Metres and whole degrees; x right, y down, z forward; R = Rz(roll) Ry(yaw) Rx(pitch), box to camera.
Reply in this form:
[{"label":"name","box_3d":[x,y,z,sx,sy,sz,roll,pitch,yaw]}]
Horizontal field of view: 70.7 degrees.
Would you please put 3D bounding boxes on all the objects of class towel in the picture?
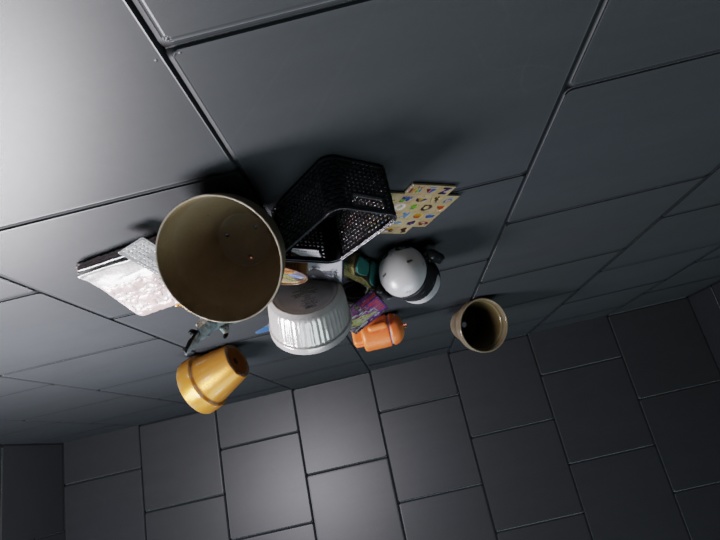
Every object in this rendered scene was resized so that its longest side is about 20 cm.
[{"label":"towel","box_3d":[-0.401,0.017,0.976,0.198,0.033,0.191,-17,147,13]}]

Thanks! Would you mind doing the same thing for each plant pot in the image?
[{"label":"plant pot","box_3d":[-0.489,0.354,1.736,0.182,0.201,0.200,-33,157,11]},{"label":"plant pot","box_3d":[-0.207,-0.034,0.827,0.198,0.202,0.135,-16,-165,11]},{"label":"plant pot","box_3d":[0.433,0.208,1.940,0.198,0.202,0.173,-8,177,-15]}]

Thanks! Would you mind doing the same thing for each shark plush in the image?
[{"label":"shark plush","box_3d":[-0.335,0.123,1.205,0.200,0.083,0.091,-42,179,-44]}]

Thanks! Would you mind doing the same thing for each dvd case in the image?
[{"label":"dvd case","box_3d":[-0.108,-0.022,1.065,0.148,0.025,0.200,7,159,0]}]

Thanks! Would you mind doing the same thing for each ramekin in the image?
[{"label":"ramekin","box_3d":[-0.121,0.086,1.177,0.198,0.201,0.106,-11,129,-6]}]

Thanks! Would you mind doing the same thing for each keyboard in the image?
[{"label":"keyboard","box_3d":[-0.341,-0.001,0.924,0.056,0.011,0.200,-23,146,16]}]

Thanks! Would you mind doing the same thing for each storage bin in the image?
[{"label":"storage bin","box_3d":[-0.050,-0.094,0.861,0.134,0.095,0.200,3,155,-38]}]

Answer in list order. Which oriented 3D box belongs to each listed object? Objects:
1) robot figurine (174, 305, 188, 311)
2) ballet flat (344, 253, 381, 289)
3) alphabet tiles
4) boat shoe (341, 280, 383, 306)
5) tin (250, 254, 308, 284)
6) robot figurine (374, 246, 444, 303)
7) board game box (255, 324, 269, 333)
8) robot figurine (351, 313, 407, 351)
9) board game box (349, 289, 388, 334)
[{"label":"robot figurine","box_3d":[-0.317,0.042,1.128,0.198,0.059,0.145,-12,161,-3]},{"label":"ballet flat","box_3d":[0.000,0.000,1.225,0.070,0.071,0.200,-19,161,17]},{"label":"alphabet tiles","box_3d":[0.096,-0.120,1.017,0.165,0.006,0.200,-3,159,-28]},{"label":"boat shoe","box_3d":[0.018,0.052,1.357,0.198,0.074,0.068,1,151,-40]},{"label":"tin","box_3d":[-0.196,-0.014,1.016,0.199,0.042,0.111,19,152,-38]},{"label":"robot figurine","box_3d":[0.121,0.011,1.236,0.124,0.152,0.200,19,178,28]},{"label":"board game box","box_3d":[-0.211,0.120,1.444,0.199,0.039,0.158,-30,170,29]},{"label":"robot figurine","box_3d":[0.070,0.217,1.801,0.198,0.117,0.145,-14,122,3]},{"label":"board game box","box_3d":[0.008,0.113,1.331,0.120,0.032,0.200,-43,163,0]}]
